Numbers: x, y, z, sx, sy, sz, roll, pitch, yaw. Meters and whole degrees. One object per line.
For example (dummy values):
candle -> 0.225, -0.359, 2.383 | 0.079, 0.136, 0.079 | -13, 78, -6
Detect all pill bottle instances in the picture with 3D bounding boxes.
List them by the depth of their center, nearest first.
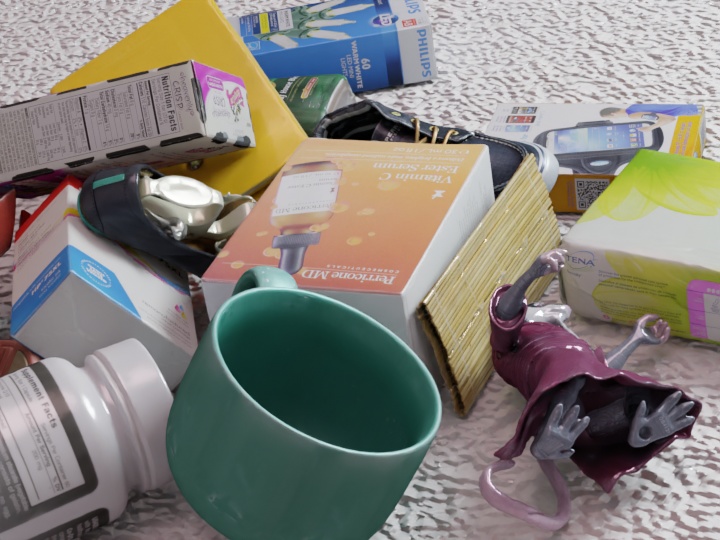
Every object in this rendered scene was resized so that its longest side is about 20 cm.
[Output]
pill bottle -> -0.217, 0.124, 1.045 | 0.199, 0.114, 0.114 | -23, 34, -20

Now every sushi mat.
sushi mat -> 0.096, 0.006, 1.158 | 0.012, 0.096, 0.200 | -3, 31, 33

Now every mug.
mug -> -0.038, 0.094, 1.019 | 0.152, 0.115, 0.185 | 27, 28, 0

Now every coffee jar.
coffee jar -> -0.108, -0.117, 1.416 | 0.199, 0.086, 0.104 | 0, 34, 16

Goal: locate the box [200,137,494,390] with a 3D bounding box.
box -> 0.000, 0.000, 1.185 | 0.152, 0.107, 0.200 | 4, 34, 21

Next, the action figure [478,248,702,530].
action figure -> 0.132, 0.075, 1.072 | 0.149, 0.134, 0.200 | -57, 23, 5

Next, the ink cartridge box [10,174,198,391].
ink cartridge box -> -0.186, 0.008, 1.198 | 0.067, 0.116, 0.200 | -46, 26, 14

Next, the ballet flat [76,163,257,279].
ballet flat -> -0.113, -0.031, 1.206 | 0.073, 0.200, 0.073 | -17, 63, 37

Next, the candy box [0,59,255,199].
candy box -> -0.195, -0.105, 1.264 | 0.199, 0.061, 0.136 | -11, -1, 11

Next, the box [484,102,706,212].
box -> 0.174, -0.093, 1.345 | 0.199, 0.042, 0.119 | 4, 35, 17

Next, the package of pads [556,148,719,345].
package of pads -> 0.255, -0.013, 1.170 | 0.199, 0.068, 0.154 | 12, 37, 32

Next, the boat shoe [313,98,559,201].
boat shoe -> 0.052, -0.085, 1.278 | 0.200, 0.091, 0.071 | 1, 61, 45

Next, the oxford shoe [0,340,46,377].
oxford shoe -> -0.271, 0.084, 1.185 | 0.199, 0.074, 0.071 | 8, 79, 44

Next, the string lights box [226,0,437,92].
string lights box -> -0.034, -0.209, 1.563 | 0.199, 0.059, 0.103 | -10, 31, -1

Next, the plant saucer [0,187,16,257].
plant saucer -> -0.354, 0.036, 1.223 | 0.199, 0.037, 0.200 | -26, 18, 41

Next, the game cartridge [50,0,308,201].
game cartridge -> -0.153, -0.115, 1.357 | 0.176, 0.032, 0.200 | -33, 60, 0
